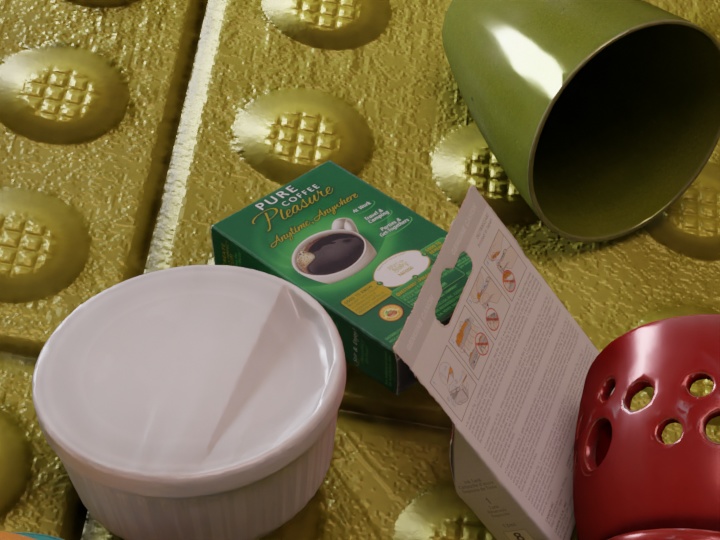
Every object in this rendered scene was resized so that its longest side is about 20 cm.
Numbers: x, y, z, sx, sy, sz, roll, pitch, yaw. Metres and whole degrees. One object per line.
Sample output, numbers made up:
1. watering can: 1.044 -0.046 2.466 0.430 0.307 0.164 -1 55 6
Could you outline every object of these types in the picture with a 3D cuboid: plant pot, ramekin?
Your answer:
1. plant pot: 0.154 -0.153 1.465 0.186 0.188 0.200 -18 40 -24
2. plant pot: 0.226 0.155 1.187 0.199 0.201 0.183 16 55 3
3. ramekin: -0.106 0.095 1.214 0.201 0.095 0.203 -4 40 3

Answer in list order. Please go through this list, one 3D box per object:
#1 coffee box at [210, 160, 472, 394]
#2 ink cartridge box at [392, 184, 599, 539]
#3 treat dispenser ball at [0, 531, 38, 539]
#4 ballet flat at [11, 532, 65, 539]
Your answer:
1. coffee box: 0.000 0.000 1.343 0.123 0.044 0.200 -33 48 -31
2. ink cartridge box: 0.090 0.070 1.251 0.200 0.050 0.161 49 45 -24
3. treat dispenser ball: -0.209 0.243 1.020 0.200 0.201 0.202 5 49 -6
4. ballet flat: -0.165 0.206 1.140 0.199 0.064 0.067 1 24 35
